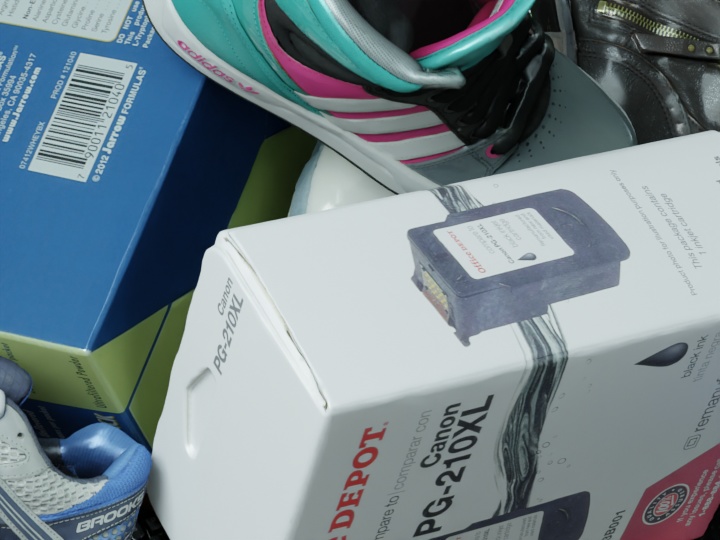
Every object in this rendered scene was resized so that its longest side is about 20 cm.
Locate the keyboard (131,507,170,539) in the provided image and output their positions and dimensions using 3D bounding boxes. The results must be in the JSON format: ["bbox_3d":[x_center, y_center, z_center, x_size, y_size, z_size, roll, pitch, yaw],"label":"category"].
[{"bbox_3d":[-0.048,0.053,1.081,0.200,0.021,0.127,-28,62,-13],"label":"keyboard"}]

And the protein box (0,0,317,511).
[{"bbox_3d":[-0.138,-0.040,1.055,0.200,0.135,0.199,11,63,20],"label":"protein box"}]

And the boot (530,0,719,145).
[{"bbox_3d":[0.151,-0.103,1.096,0.174,0.069,0.200,2,72,3],"label":"boot"}]

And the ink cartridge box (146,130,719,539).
[{"bbox_3d":[0.040,0.043,0.965,0.200,0.145,0.084,-12,53,-27],"label":"ink cartridge box"}]

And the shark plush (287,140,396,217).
[{"bbox_3d":[0.000,0.000,1.057,0.091,0.083,0.200,15,80,-14],"label":"shark plush"}]

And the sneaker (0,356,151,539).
[{"bbox_3d":[-0.154,0.055,0.925,0.085,0.200,0.077,-60,38,8],"label":"sneaker"}]

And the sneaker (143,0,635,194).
[{"bbox_3d":[0.037,-0.079,0.951,0.200,0.121,0.084,23,72,-26],"label":"sneaker"}]

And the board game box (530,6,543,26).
[{"bbox_3d":[0.088,-0.092,1.147,0.126,0.035,0.200,33,67,21],"label":"board game box"}]
